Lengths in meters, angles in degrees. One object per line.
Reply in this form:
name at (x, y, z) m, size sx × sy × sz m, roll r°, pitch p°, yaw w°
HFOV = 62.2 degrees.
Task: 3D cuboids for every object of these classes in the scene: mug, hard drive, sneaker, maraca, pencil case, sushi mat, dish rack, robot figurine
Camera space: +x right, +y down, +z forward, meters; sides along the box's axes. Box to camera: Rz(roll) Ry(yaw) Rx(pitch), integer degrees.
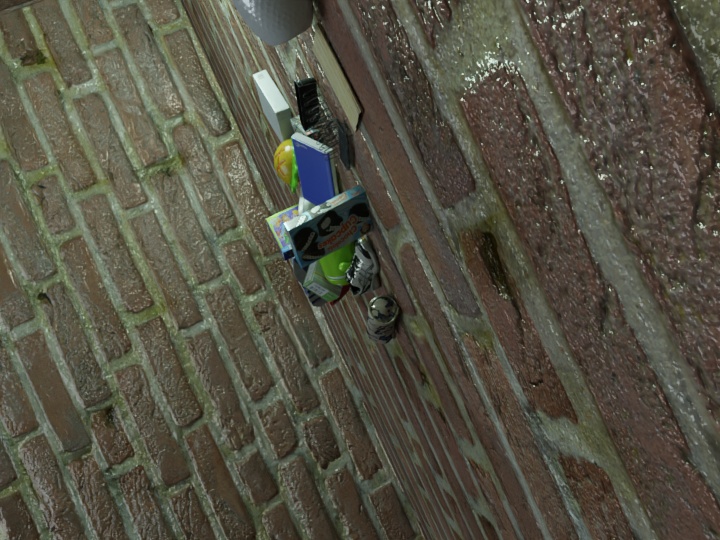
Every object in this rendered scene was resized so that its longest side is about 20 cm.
mug at (-0.159, -0.522, 1.089) m, size 0.201 × 0.145 × 0.177 m, roll -78°, pitch -34°, yaw -54°
hard drive at (-0.114, -0.250, 1.568) m, size 0.131 × 0.025 × 0.202 m, roll 30°, pitch 146°, yaw 30°
sneaker at (0.000, 0.000, 1.567) m, size 0.202 × 0.086 × 0.076 m, roll 80°, pitch 163°, yaw -50°
maraca at (-0.202, -0.313, 1.772) m, size 0.201 × 0.105 × 0.139 m, roll -111°, pitch 23°, yaw -55°
pencil case at (0.060, 0.134, 1.601) m, size 0.201 × 0.087 × 0.079 m, roll 92°, pitch 179°, yaw -67°
sushi mat at (-0.047, -0.372, 1.157) m, size 0.203 × 0.012 × 0.096 m, roll 64°, pitch 170°, yaw 8°
sneaker at (-0.132, -0.176, 1.711) m, size 0.073 × 0.083 × 0.204 m, roll 77°, pitch -169°, yaw -61°
sneaker at (-0.175, 0.012, 1.900) m, size 0.115 × 0.080 × 0.202 m, roll 44°, pitch 158°, yaw 57°
dish rack at (-0.080, -0.318, 1.334) m, size 0.202 × 0.054 × 0.154 m, roll 61°, pitch 169°, yaw 23°
robot figurine at (-0.063, -0.045, 1.696) m, size 0.174 × 0.115 × 0.203 m, roll 25°, pitch 143°, yaw 46°

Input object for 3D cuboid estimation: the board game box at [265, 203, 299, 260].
board game box at (-0.163, -0.133, 1.770) m, size 0.136 × 0.197 × 0.045 m, roll 58°, pitch 168°, yaw 27°

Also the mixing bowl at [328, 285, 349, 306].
mixing bowl at (-0.087, 0.003, 1.950) m, size 0.202 × 0.107 × 0.201 m, roll 60°, pitch 168°, yaw 21°

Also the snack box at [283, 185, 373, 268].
snack box at (-0.070, -0.100, 1.374) m, size 0.037 × 0.198 × 0.117 m, roll 49°, pitch 162°, yaw 44°

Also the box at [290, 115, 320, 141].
box at (-0.127, -0.308, 1.633) m, size 0.137 × 0.037 × 0.202 m, roll 53°, pitch 164°, yaw 51°

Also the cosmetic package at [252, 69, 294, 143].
cosmetic package at (-0.263, -0.497, 1.850) m, size 0.202 × 0.051 × 0.152 m, roll 59°, pitch 166°, yaw 31°

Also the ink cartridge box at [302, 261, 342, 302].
ink cartridge box at (-0.095, -0.020, 1.811) m, size 0.103 × 0.203 × 0.059 m, roll 32°, pitch 145°, yaw -24°
